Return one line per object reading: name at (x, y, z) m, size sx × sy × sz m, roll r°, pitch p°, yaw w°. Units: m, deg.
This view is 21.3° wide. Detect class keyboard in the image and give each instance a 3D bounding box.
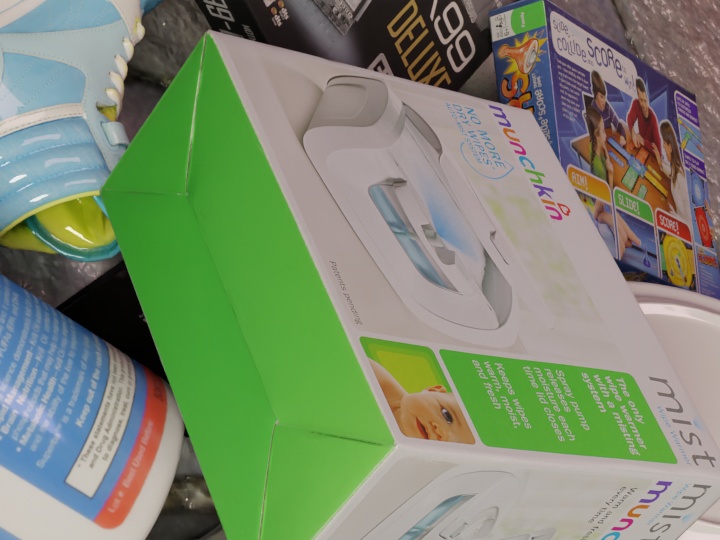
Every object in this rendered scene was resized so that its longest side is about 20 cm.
keyboard at (-0.081, 0.040, 0.881) m, size 0.104 × 0.040 × 0.200 m, roll 36°, pitch 36°, yaw 11°

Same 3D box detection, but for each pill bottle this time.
pill bottle at (-0.173, 0.041, 0.704) m, size 0.200 × 0.112 × 0.113 m, roll 36°, pitch 41°, yaw -25°

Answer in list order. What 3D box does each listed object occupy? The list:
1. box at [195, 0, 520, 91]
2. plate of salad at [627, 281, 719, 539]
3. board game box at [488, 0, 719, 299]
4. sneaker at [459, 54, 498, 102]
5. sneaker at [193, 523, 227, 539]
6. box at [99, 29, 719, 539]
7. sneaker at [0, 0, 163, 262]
box at (-0.006, -0.156, 0.959) m, size 0.158 × 0.050 × 0.200 m, roll -49°, pitch 136°, yaw -21°
plate of salad at (0.148, 0.079, 0.871) m, size 0.199 × 0.048 × 0.201 m, roll 9°, pitch 40°, yaw -8°
board game box at (0.140, -0.058, 1.060) m, size 0.200 × 0.034 × 0.136 m, roll 20°, pitch 61°, yaw -54°
sneaker at (0.012, -0.138, 1.078) m, size 0.201 × 0.067 × 0.108 m, roll 41°, pitch 40°, yaw -12°
sneaker at (-0.058, 0.139, 0.788) m, size 0.073 × 0.071 × 0.200 m, roll 52°, pitch 37°, yaw -4°
box at (0.018, 0.025, 0.733) m, size 0.176 × 0.097 × 0.200 m, roll 10°, pitch 42°, yaw -38°
sneaker at (-0.126, -0.077, 0.875) m, size 0.131 × 0.079 × 0.200 m, roll 52°, pitch 47°, yaw -1°
